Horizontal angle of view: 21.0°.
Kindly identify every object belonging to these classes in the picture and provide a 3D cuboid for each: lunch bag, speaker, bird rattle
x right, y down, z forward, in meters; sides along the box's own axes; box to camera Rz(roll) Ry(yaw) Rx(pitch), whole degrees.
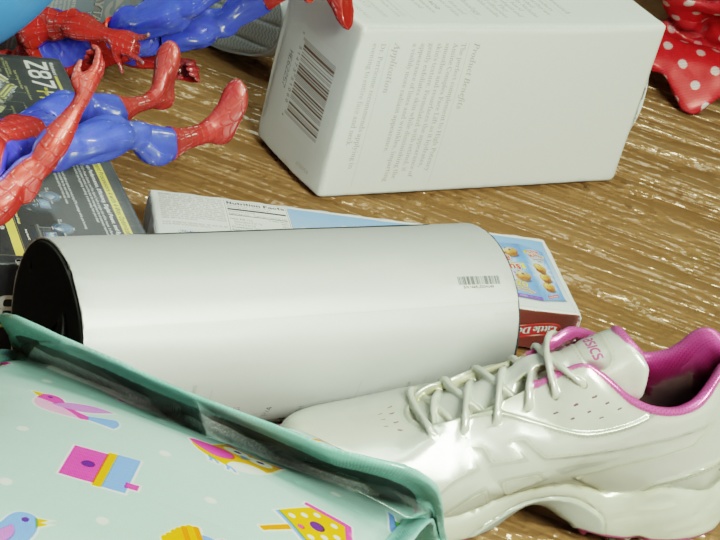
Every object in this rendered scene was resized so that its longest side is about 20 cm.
[{"bbox_3d":[-0.069,0.096,0.606,0.170,0.122,0.200,19,20,12],"label":"lunch bag"},{"bbox_3d":[-0.038,0.023,0.791,0.199,0.081,0.081,-3,33,-29],"label":"speaker"},{"bbox_3d":[0.234,-0.166,1.285,0.200,0.113,0.163,-26,35,-33],"label":"bird rattle"}]

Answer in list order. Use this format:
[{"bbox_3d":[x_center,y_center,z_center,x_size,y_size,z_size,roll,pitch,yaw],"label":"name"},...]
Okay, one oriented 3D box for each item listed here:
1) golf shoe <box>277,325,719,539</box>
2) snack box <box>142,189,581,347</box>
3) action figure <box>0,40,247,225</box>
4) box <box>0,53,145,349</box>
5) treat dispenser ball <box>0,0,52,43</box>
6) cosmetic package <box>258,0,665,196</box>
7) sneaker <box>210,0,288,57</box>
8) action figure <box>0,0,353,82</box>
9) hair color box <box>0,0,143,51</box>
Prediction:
[{"bbox_3d":[0.061,0.057,0.769,0.199,0.092,0.075,1,33,-21],"label":"golf shoe"},{"bbox_3d":[0.000,0.000,0.907,0.199,0.024,0.072,7,29,-15],"label":"snack box"},{"bbox_3d":[-0.124,-0.080,0.821,0.065,0.099,0.200,29,32,23],"label":"action figure"},{"bbox_3d":[-0.190,-0.038,0.857,0.161,0.049,0.200,-1,32,-24],"label":"box"},{"bbox_3d":[-0.211,-0.189,0.859,0.200,0.202,0.201,12,28,-6],"label":"treat dispenser ball"},{"bbox_3d":[0.055,-0.102,1.039,0.199,0.102,0.074,-4,36,-34],"label":"cosmetic package"},{"bbox_3d":[-0.087,-0.188,1.150,0.071,0.073,0.200,-13,40,-40],"label":"sneaker"},{"bbox_3d":[-0.104,-0.118,0.964,0.199,0.052,0.065,-9,-10,26],"label":"action figure"},{"bbox_3d":[-0.188,-0.160,1.063,0.199,0.061,0.099,-13,40,-41],"label":"hair color box"}]
